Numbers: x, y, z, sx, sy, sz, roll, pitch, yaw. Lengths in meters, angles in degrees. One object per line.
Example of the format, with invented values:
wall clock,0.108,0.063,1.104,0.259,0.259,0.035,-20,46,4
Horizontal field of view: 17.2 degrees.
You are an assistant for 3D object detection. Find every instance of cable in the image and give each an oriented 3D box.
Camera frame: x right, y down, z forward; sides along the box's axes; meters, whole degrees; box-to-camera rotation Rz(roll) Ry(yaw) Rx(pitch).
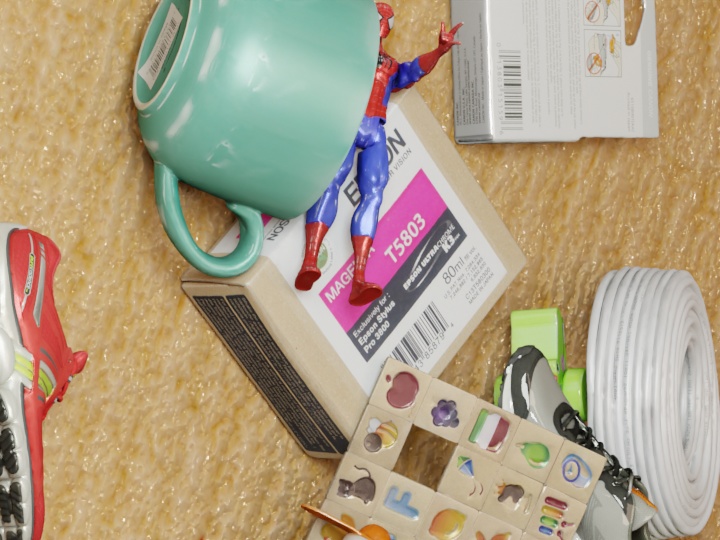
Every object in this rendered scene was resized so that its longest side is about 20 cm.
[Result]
cable,0.212,0.097,1.725,0.200,0.069,0.202,22,68,-69

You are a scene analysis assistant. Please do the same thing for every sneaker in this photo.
sneaker,0.154,0.141,1.611,0.202,0.079,0.074,66,27,-5
sneaker,-0.198,0.072,1.419,0.084,0.077,0.202,-4,93,-45

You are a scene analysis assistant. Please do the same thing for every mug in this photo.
mug,-0.074,-0.108,1.465,0.114,0.152,0.186,20,58,-22

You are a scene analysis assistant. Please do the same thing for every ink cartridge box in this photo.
ink cartridge box,0.000,0.000,1.587,0.200,0.075,0.165,-51,121,-27
ink cartridge box,0.141,-0.193,1.729,0.173,0.043,0.202,-3,91,-41

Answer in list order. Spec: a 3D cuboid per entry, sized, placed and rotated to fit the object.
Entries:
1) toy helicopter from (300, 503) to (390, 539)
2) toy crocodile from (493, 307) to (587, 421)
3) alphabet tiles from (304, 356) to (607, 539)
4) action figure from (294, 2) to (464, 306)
toy helicopter,0.018,0.223,1.522,0.198,0.079,0.134,9,84,-24
toy crocodile,0.127,0.127,1.686,0.062,0.067,0.202,7,83,-71
alphabet tiles,0.049,0.181,1.555,0.166,0.008,0.201,25,89,-14
action figure,0.010,-0.090,1.497,0.065,0.099,0.202,16,64,-18
